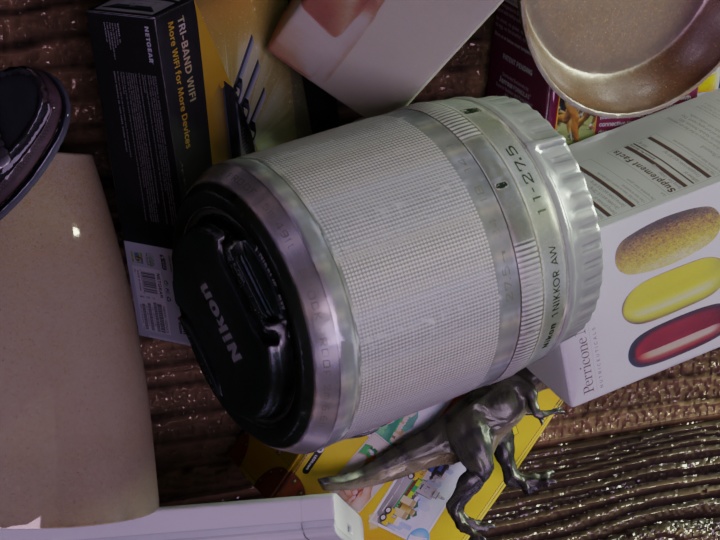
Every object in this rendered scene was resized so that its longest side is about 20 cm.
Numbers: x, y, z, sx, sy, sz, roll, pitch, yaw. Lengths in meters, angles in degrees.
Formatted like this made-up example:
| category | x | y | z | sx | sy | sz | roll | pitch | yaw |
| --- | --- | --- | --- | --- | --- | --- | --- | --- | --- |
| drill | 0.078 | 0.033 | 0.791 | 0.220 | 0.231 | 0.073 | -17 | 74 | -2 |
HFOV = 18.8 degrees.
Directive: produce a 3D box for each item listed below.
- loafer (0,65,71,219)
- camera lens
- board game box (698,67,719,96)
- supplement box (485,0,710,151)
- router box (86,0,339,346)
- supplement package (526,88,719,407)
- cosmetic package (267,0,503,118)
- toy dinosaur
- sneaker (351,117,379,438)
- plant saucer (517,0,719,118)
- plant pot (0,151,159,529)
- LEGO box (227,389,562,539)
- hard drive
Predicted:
| category | x | y | z | sx | sy | sz | roll | pitch | yaw |
| --- | --- | --- | --- | --- | --- | --- | --- | --- | --- |
| loafer | -0.243 | -0.042 | 1.146 | 0.200 | 0.072 | 0.063 | -35 | 156 | 9 |
| camera lens | 0.010 | -0.001 | 1.175 | 0.199 | 0.160 | 0.161 | -19 | 117 | -28 |
| board game box | 0.277 | -0.124 | 1.459 | 0.199 | 0.034 | 0.136 | -8 | 113 | -23 |
| supplement box | 0.147 | -0.131 | 1.365 | 0.110 | 0.086 | 0.201 | -5 | 112 | -24 |
| router box | -0.076 | -0.078 | 1.257 | 0.157 | 0.052 | 0.201 | -37 | 128 | -47 |
| supplement package | 0.180 | -0.018 | 1.311 | 0.199 | 0.110 | 0.114 | -21 | 119 | -16 |
| cosmetic package | 0.036 | -0.176 | 1.169 | 0.087 | 0.200 | 0.104 | 33 | 57 | -9 |
| toy dinosaur | 0.075 | 0.114 | 1.362 | 0.200 | 0.047 | 0.088 | -30 | 105 | -11 |
| sneaker | 0.000 | 0.000 | 1.300 | 0.087 | 0.074 | 0.201 | 26 | 70 | -50 |
| plant saucer | 0.163 | -0.189 | 1.262 | 0.200 | 0.034 | 0.201 | -18 | 123 | -30 |
| plant pot | -0.201 | 0.031 | 1.228 | 0.187 | 0.187 | 0.201 | 3 | 92 | -26 |
| LEGO box | 0.035 | 0.084 | 1.403 | 0.149 | 0.077 | 0.200 | 33 | 94 | -32 |
| hard drive | -0.105 | 0.160 | 1.299 | 0.199 | 0.132 | 0.027 | -5 | 77 | 6 |
